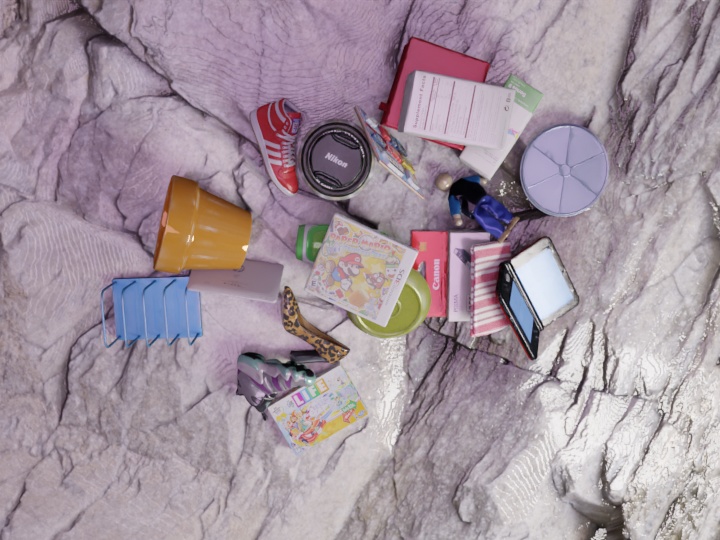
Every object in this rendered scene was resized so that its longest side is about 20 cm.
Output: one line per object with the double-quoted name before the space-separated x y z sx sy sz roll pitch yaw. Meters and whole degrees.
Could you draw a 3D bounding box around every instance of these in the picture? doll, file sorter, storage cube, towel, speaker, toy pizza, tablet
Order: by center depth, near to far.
"storage cube" 0.149 -0.366 1.661 0.196 0.171 0.183 18 99 -4
"doll" 0.248 -0.145 1.746 0.199 0.049 0.137 38 67 4
"tablet" -0.272 0.013 1.748 0.196 0.131 0.014 9 129 -3
"towel" 0.283 0.037 1.755 0.030 0.145 0.205 5 98 40
"speaker" -0.042 -0.054 1.756 0.195 0.089 0.090 5 100 -1
"file sorter" -0.462 0.094 1.758 0.195 0.123 0.142 -2 99 0
"toy pizza" 0.449 -0.222 1.759 0.196 0.032 0.205 0 100 1

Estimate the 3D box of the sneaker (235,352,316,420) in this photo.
"sneaker" -0.195 0.273 1.794 0.197 0.077 0.143 12 96 25

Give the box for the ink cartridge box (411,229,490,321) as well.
"ink cartridge box" 0.201 0.012 1.790 0.172 0.045 0.205 -1 99 -2

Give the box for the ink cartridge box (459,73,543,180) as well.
"ink cartridge box" 0.295 -0.298 1.682 0.087 0.145 0.202 31 99 5

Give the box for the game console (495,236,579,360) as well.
"game console" 0.392 0.062 1.745 0.117 0.173 0.202 -19 117 28

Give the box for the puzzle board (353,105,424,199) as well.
"puzzle board" 0.065 -0.244 1.644 0.017 0.199 0.153 -33 59 19

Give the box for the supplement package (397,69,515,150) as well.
"supplement package" 0.180 -0.305 1.526 0.196 0.117 0.120 10 99 -5

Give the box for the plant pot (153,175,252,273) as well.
"plant pot" -0.334 -0.084 1.705 0.180 0.200 0.204 12 100 -18

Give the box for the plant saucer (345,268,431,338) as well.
"plant saucer" 0.061 0.076 1.770 0.195 0.031 0.203 -1 121 -1

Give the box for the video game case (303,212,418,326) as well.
"video game case" 0.000 0.000 1.706 0.197 0.023 0.185 24 105 0

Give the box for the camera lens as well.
"camera lens" -0.048 -0.235 1.666 0.156 0.200 0.164 0 100 0

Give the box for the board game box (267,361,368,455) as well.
"board game box" -0.098 0.320 1.844 0.198 0.034 0.136 -31 98 5

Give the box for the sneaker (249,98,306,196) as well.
"sneaker" -0.155 -0.268 1.708 0.111 0.071 0.203 -18 99 30

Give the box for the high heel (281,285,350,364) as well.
"high heel" -0.101 0.119 1.786 0.139 0.072 0.204 -5 116 7
